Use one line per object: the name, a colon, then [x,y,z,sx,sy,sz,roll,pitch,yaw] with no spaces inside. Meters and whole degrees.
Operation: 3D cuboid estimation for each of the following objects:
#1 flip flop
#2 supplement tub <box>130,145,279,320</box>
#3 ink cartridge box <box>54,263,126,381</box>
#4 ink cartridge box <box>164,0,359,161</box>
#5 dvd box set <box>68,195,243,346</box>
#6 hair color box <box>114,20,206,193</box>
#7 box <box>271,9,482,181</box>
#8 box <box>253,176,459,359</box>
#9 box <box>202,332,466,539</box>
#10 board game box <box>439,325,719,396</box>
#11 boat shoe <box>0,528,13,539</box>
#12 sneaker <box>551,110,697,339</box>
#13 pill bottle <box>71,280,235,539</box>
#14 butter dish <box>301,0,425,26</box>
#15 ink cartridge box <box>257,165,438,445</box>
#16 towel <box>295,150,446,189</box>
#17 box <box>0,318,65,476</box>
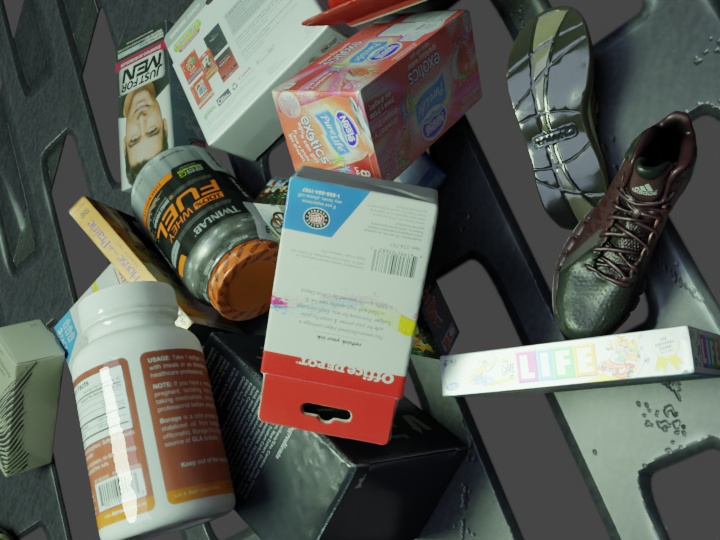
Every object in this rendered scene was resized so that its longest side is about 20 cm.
flip flop: [0.187,-0.137,0.767,0.081,0.057,0.202,-12,92,28]
supplement tub: [-0.167,-0.042,0.946,0.200,0.122,0.123,45,109,35]
ink cartridge box: [-0.291,0.059,1.059,0.200,0.068,0.116,-43,62,22]
ink cartridge box: [-0.116,-0.263,0.972,0.200,0.084,0.176,-38,64,24]
dvd box set: [-0.227,0.007,0.952,0.029,0.146,0.200,-45,72,4]
hair color box: [-0.257,-0.204,1.077,0.098,0.060,0.202,-14,76,32]
box: [0.023,-0.165,0.786,0.102,0.200,0.095,7,127,34]
box: [0.000,0.000,0.796,0.136,0.201,0.038,8,51,36]
box: [-0.040,0.161,0.792,0.200,0.196,0.118,35,104,33]
board game box: [0.184,0.078,0.686,0.199,0.134,0.035,-11,77,33]
boat shoe: [-0.517,0.393,1.175,0.066,0.072,0.201,-44,62,11]
sneaker: [0.210,-0.041,0.671,0.075,0.116,0.201,24,85,16]
pill bottle: [-0.179,0.117,0.707,0.112,0.112,0.201,-26,70,29]
butter dish: [0.045,-0.328,0.783,0.199,0.199,0.149,-9,111,34]
ink cartridge box: [-0.011,0.028,0.672,0.115,0.067,0.202,11,106,1]
towel: [-0.013,-0.081,0.913,0.200,0.024,0.147,-45,62,21]
box: [-0.447,0.170,1.113,0.082,0.068,0.201,40,127,35]
